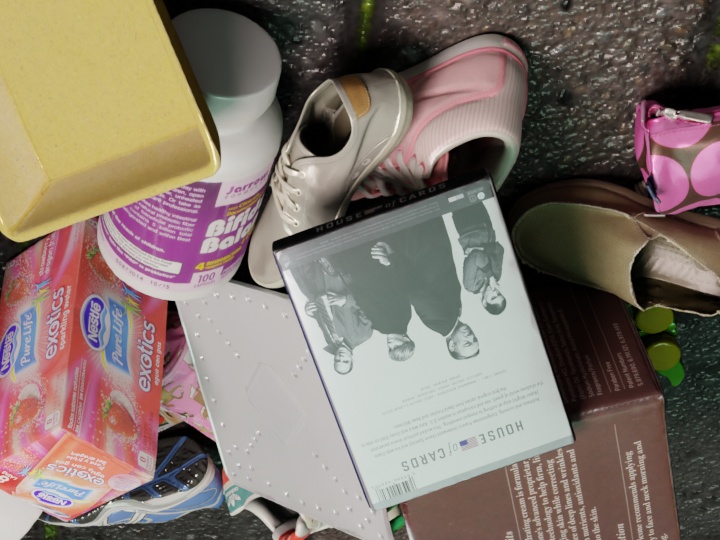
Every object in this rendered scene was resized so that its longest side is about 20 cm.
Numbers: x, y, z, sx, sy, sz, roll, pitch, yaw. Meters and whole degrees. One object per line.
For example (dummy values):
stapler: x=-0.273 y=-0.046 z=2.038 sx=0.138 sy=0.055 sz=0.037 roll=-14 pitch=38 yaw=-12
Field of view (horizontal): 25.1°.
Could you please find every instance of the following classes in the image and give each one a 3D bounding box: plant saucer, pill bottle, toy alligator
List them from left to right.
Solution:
plant saucer: x=-0.186 y=-0.137 z=1.026 sx=0.199 sy=0.048 sz=0.202 roll=-15 pitch=102 yaw=35
pill bottle: x=-0.115 y=-0.080 z=1.118 sx=0.111 sy=0.113 sz=0.201 roll=10 pitch=140 yaw=-11
toy alligator: x=0.214 y=0.016 z=1.270 sx=0.054 sy=0.060 sz=0.201 roll=-13 pitch=126 yaw=9

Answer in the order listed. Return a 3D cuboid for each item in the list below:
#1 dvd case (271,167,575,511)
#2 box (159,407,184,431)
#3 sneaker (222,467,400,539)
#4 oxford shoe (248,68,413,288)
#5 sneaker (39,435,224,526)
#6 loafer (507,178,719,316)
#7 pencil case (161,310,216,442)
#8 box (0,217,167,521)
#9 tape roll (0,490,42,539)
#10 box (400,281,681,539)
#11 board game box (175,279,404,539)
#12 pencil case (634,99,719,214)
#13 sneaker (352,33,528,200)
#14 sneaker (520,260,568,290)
dvd case: x=0.044 y=0.049 z=1.066 sx=0.149 sy=0.025 sz=0.202 roll=-19 pitch=111 yaw=4
box: x=-0.261 y=0.127 z=1.425 sx=0.199 sy=0.035 sz=0.110 roll=-25 pitch=134 yaw=27
sneaker: x=-0.048 y=0.222 z=1.492 sx=0.199 sy=0.094 sz=0.070 roll=29 pitch=133 yaw=-30
oxford shoe: x=-0.036 y=-0.064 z=1.113 sx=0.057 sy=0.076 sz=0.200 roll=0 pitch=142 yaw=-38
sneaker: x=-0.215 y=0.206 z=1.479 sx=0.198 sy=0.076 sz=0.077 roll=-8 pitch=147 yaw=23
loafer: x=0.197 y=-0.015 z=1.186 sx=0.198 sy=0.067 sz=0.077 roll=9 pitch=119 yaw=22
pencil case: x=-0.110 y=0.110 z=1.370 sx=0.082 sy=0.087 sz=0.200 roll=4 pitch=152 yaw=48
box: x=-0.217 y=0.072 z=1.231 sx=0.102 sy=0.202 sz=0.094 roll=-28 pitch=135 yaw=31
tape roll: x=-0.319 y=0.141 z=1.316 sx=0.201 sy=0.204 sz=0.071 roll=-29 pitch=133 yaw=30
box: x=0.123 y=0.130 z=1.215 sx=0.198 sy=0.165 sz=0.167 roll=-12 pitch=124 yaw=2
board game box: x=-0.056 y=0.096 z=1.231 sx=0.199 sy=0.026 sz=0.202 roll=14 pitch=125 yaw=46
pencil case: x=0.291 y=-0.094 z=1.122 sx=0.198 sy=0.091 sz=0.094 roll=-10 pitch=133 yaw=8
sneaker: x=0.031 y=-0.078 z=1.127 sx=0.199 sy=0.105 sz=0.075 roll=-27 pitch=135 yaw=30
sneaker: x=0.087 y=0.045 z=1.307 sx=0.198 sy=0.075 sz=0.107 roll=-13 pitch=135 yaw=1
